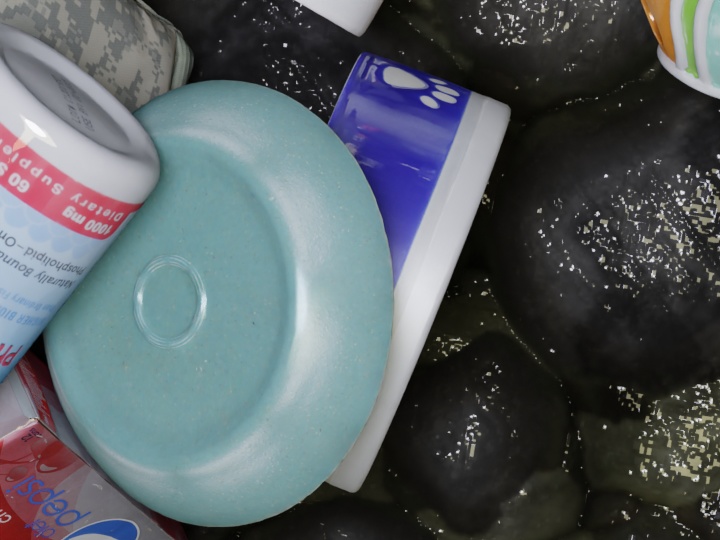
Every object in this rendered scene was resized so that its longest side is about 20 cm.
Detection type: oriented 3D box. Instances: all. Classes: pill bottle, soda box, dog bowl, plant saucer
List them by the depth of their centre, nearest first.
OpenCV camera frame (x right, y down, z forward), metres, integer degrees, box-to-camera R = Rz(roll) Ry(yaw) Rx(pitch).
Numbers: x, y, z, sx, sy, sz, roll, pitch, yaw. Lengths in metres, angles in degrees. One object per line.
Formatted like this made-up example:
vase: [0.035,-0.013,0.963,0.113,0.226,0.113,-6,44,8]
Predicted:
pill bottle: [-0.185,-0.001,1.138,0.109,0.109,0.200,38,103,-4]
plant saucer: [-0.076,0.014,1.163,0.199,0.036,0.201,-1,88,36]
dog bowl: [0.000,0.000,1.256,0.078,0.200,0.201,22,97,0]
soda box: [-0.156,0.100,1.275,0.070,0.200,0.064,-29,59,4]

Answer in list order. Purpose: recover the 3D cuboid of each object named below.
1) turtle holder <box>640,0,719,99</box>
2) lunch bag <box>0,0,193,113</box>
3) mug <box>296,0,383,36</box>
turtle holder: [0.218,-0.151,1.279,0.185,0.141,0.132,0,118,-38]
lunch bag: [-0.189,-0.098,1.252,0.200,0.139,0.168,40,81,-41]
mug: [-0.037,-0.237,1.267,0.200,0.147,0.176,33,96,29]
